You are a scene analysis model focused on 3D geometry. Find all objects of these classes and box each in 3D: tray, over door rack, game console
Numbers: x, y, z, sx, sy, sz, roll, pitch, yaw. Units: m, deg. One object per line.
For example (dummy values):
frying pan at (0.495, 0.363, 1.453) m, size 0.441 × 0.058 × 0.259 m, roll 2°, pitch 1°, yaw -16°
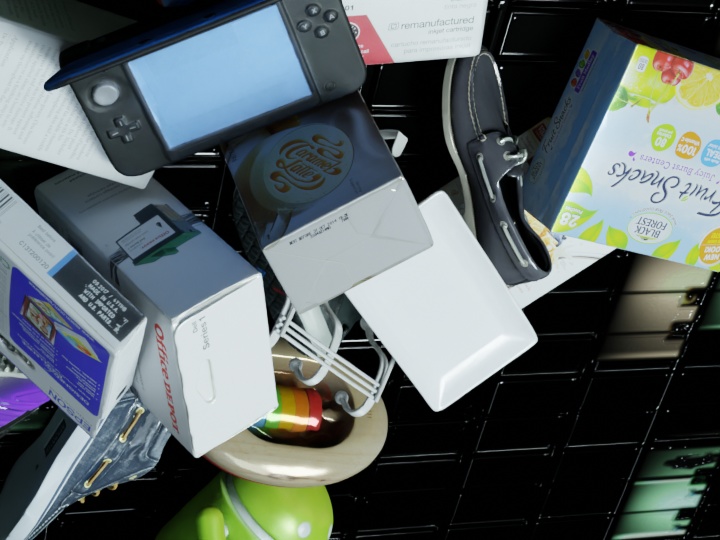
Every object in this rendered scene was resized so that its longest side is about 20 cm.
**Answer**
tray at (0.058, 0.024, 1.446) m, size 0.107 × 0.022 × 0.200 m, roll -36°, pitch 132°, yaw 0°
over door rack at (0.000, 0.000, 1.461) m, size 0.148 × 0.066 × 0.201 m, roll 38°, pitch 83°, yaw -46°
game console at (-0.098, -0.129, 1.241) m, size 0.199 × 0.119 × 0.171 m, roll -21°, pitch 133°, yaw 3°

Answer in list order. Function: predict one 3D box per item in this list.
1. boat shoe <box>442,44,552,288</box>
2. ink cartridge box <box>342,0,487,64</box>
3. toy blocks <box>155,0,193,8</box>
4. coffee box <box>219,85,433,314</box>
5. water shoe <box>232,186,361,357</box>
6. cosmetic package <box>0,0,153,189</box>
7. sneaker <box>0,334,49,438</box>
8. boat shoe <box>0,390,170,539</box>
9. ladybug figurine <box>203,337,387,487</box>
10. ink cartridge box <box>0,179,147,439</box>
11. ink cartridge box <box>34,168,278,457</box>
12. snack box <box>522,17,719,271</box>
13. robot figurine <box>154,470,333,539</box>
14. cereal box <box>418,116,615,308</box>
boat shoe at (0.114, -0.085, 1.453) m, size 0.073 × 0.062 × 0.201 m, roll -23°, pitch 108°, yaw -50°
ink cartridge box at (0.020, -0.253, 1.309) m, size 0.143 × 0.084 × 0.201 m, roll -7°, pitch 131°, yaw -15°
toy blocks at (-0.111, -0.269, 1.200) m, size 0.136 × 0.201 × 0.100 m, roll -32°, pitch 172°, yaw 33°
coffee box at (-0.036, -0.080, 1.356) m, size 0.114 × 0.200 × 0.080 m, roll -26°, pitch 135°, yaw 2°
water shoe at (-0.048, -0.020, 1.510) m, size 0.079 × 0.071 × 0.201 m, roll -38°, pitch 137°, yaw -26°
cosmetic package at (-0.227, -0.141, 1.317) m, size 0.199 × 0.071 × 0.102 m, roll 16°, pitch 121°, yaw -31°
sneaker at (-0.296, 0.097, 1.505) m, size 0.199 × 0.070 × 0.100 m, roll -14°, pitch 140°, yaw -4°
boat shoe at (-0.237, 0.173, 1.583) m, size 0.091 × 0.071 × 0.201 m, roll 23°, pitch 116°, yaw -30°
ladybug figurine at (-0.075, 0.126, 1.578) m, size 0.199 × 0.136 × 0.072 m, roll 12°, pitch 148°, yaw -22°
ink cartridge box at (-0.247, 0.018, 1.352) m, size 0.043 × 0.198 × 0.200 m, roll -45°, pitch 173°, yaw -26°
ink cartridge box at (-0.154, 0.023, 1.389) m, size 0.084 × 0.200 × 0.147 m, roll -30°, pitch 138°, yaw -25°
snack box at (0.248, -0.100, 1.514) m, size 0.199 × 0.068 × 0.169 m, roll 13°, pitch 110°, yaw -34°
robot figurine at (-0.108, 0.244, 1.667) m, size 0.200 × 0.116 × 0.175 m, roll -44°, pitch 158°, yaw 16°
cereal box at (0.116, -0.025, 1.574) m, size 0.200 × 0.040 × 0.144 m, roll -33°, pitch 130°, yaw 9°
